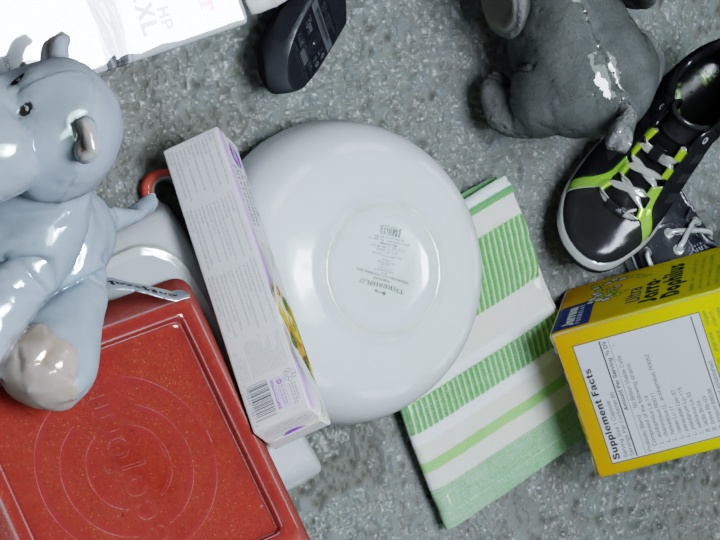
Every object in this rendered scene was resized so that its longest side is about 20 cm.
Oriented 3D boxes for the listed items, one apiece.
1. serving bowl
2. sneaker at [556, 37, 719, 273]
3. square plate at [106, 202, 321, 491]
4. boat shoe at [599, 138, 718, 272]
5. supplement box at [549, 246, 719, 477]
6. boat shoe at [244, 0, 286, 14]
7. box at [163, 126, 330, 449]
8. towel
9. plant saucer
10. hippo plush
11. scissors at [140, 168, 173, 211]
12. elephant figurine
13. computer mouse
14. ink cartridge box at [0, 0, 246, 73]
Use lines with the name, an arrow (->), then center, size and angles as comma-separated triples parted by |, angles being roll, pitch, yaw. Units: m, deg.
serving bowl -> 0.000, 0.000, 1.374 | 0.200, 0.066, 0.201 | 2, 87, -29
sneaker -> 0.204, -0.090, 1.481 | 0.072, 0.083, 0.200 | 35, 81, 8
square plate -> -0.144, 0.074, 1.268 | 0.200, 0.028, 0.198 | -26, 83, -33
boat shoe -> 0.227, -0.013, 1.542 | 0.072, 0.068, 0.200 | -19, 99, -32
supplement box -> 0.245, 0.051, 1.465 | 0.110, 0.200, 0.109 | -55, 128, -70
boat shoe -> -0.102, -0.250, 1.332 | 0.069, 0.071, 0.200 | -34, 98, 4
box -> -0.069, 0.009, 1.293 | 0.200, 0.041, 0.039 | 69, 10, 25
towel -> 0.078, 0.054, 1.474 | 0.152, 0.023, 0.200 | -30, 107, -29
plant saucer -> -0.137, 0.114, 1.216 | 0.200, 0.037, 0.200 | -20, 79, -31
hippo plush -> -0.176, -0.028, 1.160 | 0.200, 0.161, 0.159 | -5, 50, -21
scissors -> -0.091, 0.028, 1.367 | 0.073, 0.014, 0.200 | -44, 110, -28
elephant figurine -> 0.129, -0.194, 1.431 | 0.141, 0.155, 0.200 | -35, 119, -47
computer mouse -> -0.017, -0.197, 1.406 | 0.200, 0.034, 0.059 | -58, 153, -26
ink cartridge box -> -0.186, -0.181, 1.245 | 0.200, 0.084, 0.145 | -21, 100, -20
